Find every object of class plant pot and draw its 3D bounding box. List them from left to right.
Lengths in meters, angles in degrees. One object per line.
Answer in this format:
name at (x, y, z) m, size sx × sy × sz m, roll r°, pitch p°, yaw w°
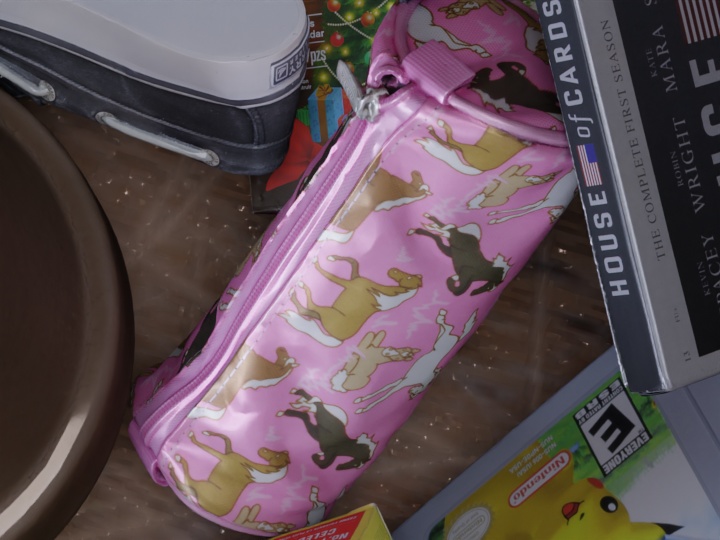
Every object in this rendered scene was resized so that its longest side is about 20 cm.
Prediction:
plant pot at (-0.179, 0.004, 0.928) m, size 0.199 × 0.175 × 0.202 m, roll -1°, pitch 75°, yaw 4°

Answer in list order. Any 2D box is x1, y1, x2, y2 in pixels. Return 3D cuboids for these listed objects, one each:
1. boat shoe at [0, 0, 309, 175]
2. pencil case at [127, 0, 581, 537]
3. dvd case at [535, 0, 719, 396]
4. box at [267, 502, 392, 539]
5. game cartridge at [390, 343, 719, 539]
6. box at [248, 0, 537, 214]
boat shoe at (-0.108, -0.088, 1.006) m, size 0.199 × 0.068 × 0.072 m, roll 22°, pitch 44°, yaw 15°
pencil case at (0.000, 0.000, 0.962) m, size 0.086 × 0.083 × 0.200 m, roll 29°, pitch 125°, yaw -8°
dvd case at (0.145, -0.060, 0.933) m, size 0.199 × 0.025 × 0.151 m, roll -18°, pitch 96°, yaw -34°
box at (-0.036, 0.136, 0.899) m, size 0.075 × 0.200 × 0.050 m, roll -20°, pitch 101°, yaw 18°
game cartridge at (0.081, 0.100, 0.969) m, size 0.200 × 0.040 × 0.134 m, roll -42°, pitch 47°, yaw 15°
box at (0.055, -0.095, 0.998) m, size 0.199 × 0.039 × 0.138 m, roll -5°, pitch 89°, yaw 20°
